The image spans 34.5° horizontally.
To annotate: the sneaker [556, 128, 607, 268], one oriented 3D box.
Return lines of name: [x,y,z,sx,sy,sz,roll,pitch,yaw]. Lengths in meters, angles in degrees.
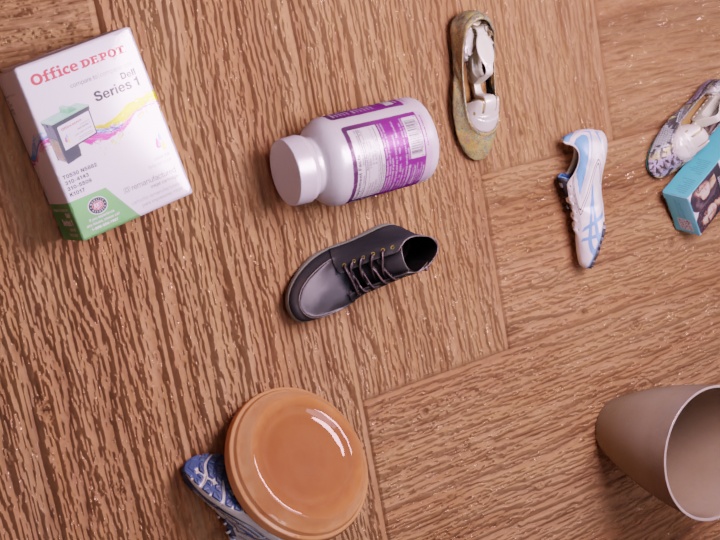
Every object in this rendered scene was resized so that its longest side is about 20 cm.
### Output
sneaker: [0.319,-0.103,1.679,0.071,0.072,0.203,-1,103,5]

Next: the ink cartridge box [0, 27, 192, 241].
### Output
ink cartridge box: [-0.298,-0.154,1.308,0.144,0.084,0.202,-26,106,-25]

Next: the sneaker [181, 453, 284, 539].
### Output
sneaker: [-0.144,0.306,1.433,0.199,0.077,0.085,35,120,-7]

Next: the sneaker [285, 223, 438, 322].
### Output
sneaker: [0.000,0.000,1.475,0.199,0.106,0.075,-35,110,-23]

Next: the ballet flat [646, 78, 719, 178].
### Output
ballet flat: [0.512,-0.221,1.770,0.201,0.072,0.072,-49,114,-17]

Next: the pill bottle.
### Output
pill bottle: [-0.009,-0.144,1.457,0.198,0.112,0.114,-17,102,-27]

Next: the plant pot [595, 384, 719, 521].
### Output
plant pot: [0.441,0.244,1.689,0.185,0.199,0.190,-3,96,-29]

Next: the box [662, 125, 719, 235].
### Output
box: [0.552,-0.155,1.797,0.200,0.049,0.083,-47,130,-18]

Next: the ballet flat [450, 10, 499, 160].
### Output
ballet flat: [0.159,-0.250,1.570,0.070,0.070,0.203,-10,99,-28]

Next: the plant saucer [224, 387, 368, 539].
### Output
plant saucer: [-0.072,0.234,1.435,0.198,0.037,0.202,19,53,-26]
